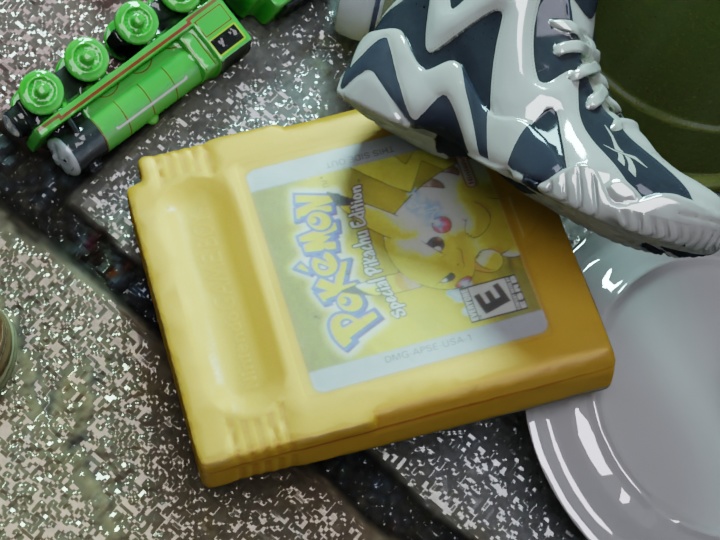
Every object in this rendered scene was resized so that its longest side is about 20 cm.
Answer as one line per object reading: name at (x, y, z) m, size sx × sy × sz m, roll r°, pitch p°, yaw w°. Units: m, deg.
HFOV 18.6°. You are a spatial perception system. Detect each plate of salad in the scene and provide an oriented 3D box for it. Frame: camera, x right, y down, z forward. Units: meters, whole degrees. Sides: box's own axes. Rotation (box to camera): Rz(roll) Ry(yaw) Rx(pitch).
plate of salad at (0.167, 0.067, 1.078) m, size 0.198 × 0.048 × 0.202 m, roll 7°, pitch 69°, yaw -18°

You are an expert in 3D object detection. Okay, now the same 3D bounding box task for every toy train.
toy train at (-0.090, -0.117, 1.099) m, size 0.200 × 0.042 × 0.057 m, roll -40°, pitch 93°, yaw -20°

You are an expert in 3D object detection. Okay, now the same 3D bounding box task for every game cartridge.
game cartridge at (0.000, 0.000, 1.046) m, size 0.198 × 0.033 × 0.177 m, roll -13°, pitch 58°, yaw -10°

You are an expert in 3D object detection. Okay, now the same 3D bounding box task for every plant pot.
plant pot at (0.188, -0.166, 1.087) m, size 0.198 × 0.190 × 0.202 m, roll 4°, pitch 70°, yaw -10°

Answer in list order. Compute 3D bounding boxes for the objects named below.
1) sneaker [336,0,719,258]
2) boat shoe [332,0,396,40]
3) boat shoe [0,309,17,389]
sneaker at (0.099, -0.096, 1.022) m, size 0.198 × 0.079 × 0.130 m, roll 27°, pitch 90°, yaw 27°
boat shoe at (0.041, -0.200, 1.135) m, size 0.062 × 0.072 × 0.201 m, roll 22°, pitch 66°, yaw 0°
boat shoe at (-0.255, 0.022, 1.002) m, size 0.198 × 0.066 × 0.075 m, roll 6°, pitch 70°, yaw -9°
